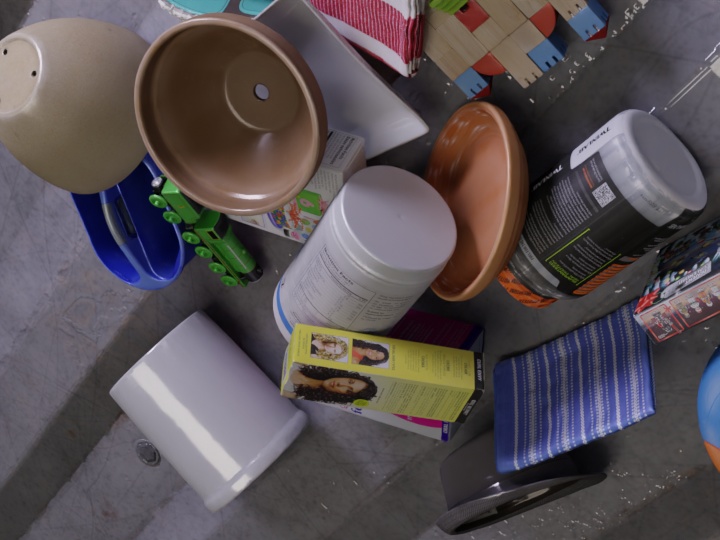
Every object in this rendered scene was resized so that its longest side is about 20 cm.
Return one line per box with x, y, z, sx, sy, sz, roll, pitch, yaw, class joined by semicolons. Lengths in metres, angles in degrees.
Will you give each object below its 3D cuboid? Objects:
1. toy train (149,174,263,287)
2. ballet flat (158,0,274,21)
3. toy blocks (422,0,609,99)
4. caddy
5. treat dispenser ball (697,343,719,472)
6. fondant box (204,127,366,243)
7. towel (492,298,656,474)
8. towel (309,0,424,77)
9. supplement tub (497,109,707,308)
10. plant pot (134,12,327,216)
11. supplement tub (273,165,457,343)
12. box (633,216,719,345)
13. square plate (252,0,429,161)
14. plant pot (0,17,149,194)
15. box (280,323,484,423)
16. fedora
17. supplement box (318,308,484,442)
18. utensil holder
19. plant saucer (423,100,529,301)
-0.175;-0.044;1.308;0.056;0.042;0.200;-1;145;30;toy train
-0.128;-0.268;1.194;0.199;0.072;0.072;16;123;20;ballet flat
0.140;-0.238;1.059;0.137;0.100;0.200;44;128;-14;toy blocks
-0.270;-0.075;1.348;0.141;0.105;0.201;-6;113;31;caddy
0.417;0.130;1.039;0.200;0.201;0.201;13;122;21;treat dispenser ball
-0.091;-0.105;1.239;0.199;0.058;0.144;20;146;18;fondant box
0.219;0.124;1.182;0.024;0.145;0.200;35;132;-30;towel
0.001;-0.285;1.033;0.144;0.023;0.200;35;147;26;towel
0.223;-0.053;1.089;0.123;0.123;0.200;48;127;-3;supplement tub
-0.115;-0.163;1.110;0.200;0.093;0.201;11;122;19;plant pot
0.000;0.000;1.157;0.132;0.132;0.200;40;138;3;supplement tub
0.354;-0.020;1.028;0.200;0.137;0.040;-34;101;36;box
-0.050;-0.190;1.166;0.198;0.028;0.200;43;147;-21;square plate
-0.338;-0.196;1.243;0.200;0.134;0.201;-5;79;28;plant pot
0.023;0.107;1.149;0.199;0.050;0.075;8;143;-9;box
0.170;0.227;1.276;0.200;0.177;0.091;-28;69;20;fedora
0.031;0.106;1.294;0.199;0.103;0.101;14;124;23;supplement box
-0.190;0.174;1.411;0.200;0.170;0.170;47;128;1;utensil holder
0.114;-0.068;1.121;0.037;0.200;0.200;8;129;-21;plant saucer
